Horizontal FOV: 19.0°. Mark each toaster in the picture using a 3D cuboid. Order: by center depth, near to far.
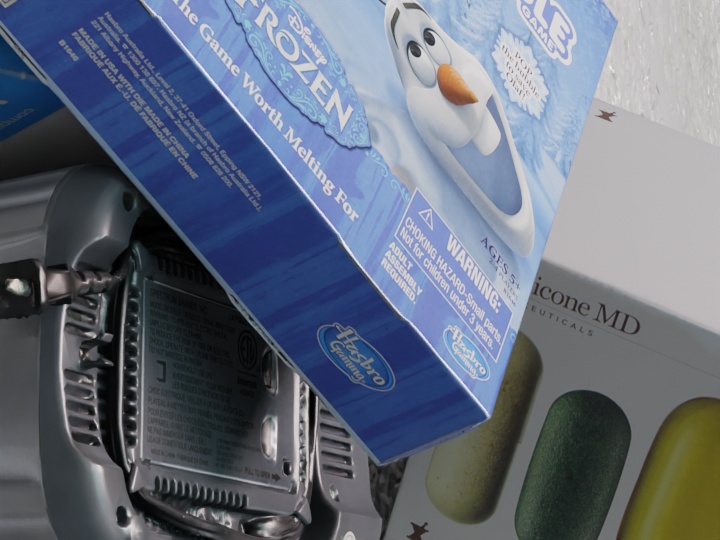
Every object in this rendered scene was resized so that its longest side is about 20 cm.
[{"bbox_3d":[-0.087,0.038,0.595,0.200,0.129,0.114,20,66,-62],"label":"toaster"}]

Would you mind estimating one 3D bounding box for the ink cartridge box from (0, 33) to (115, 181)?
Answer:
[{"bbox_3d":[-0.077,-0.098,0.627,0.200,0.084,0.146,7,65,-52],"label":"ink cartridge box"}]

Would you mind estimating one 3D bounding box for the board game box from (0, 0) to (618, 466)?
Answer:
[{"bbox_3d":[-0.014,-0.085,0.590,0.200,0.043,0.199,50,35,-22],"label":"board game box"}]

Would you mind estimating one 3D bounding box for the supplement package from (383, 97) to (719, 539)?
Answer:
[{"bbox_3d":[0.112,0.065,0.881,0.151,0.152,0.200,-48,157,-57],"label":"supplement package"}]
